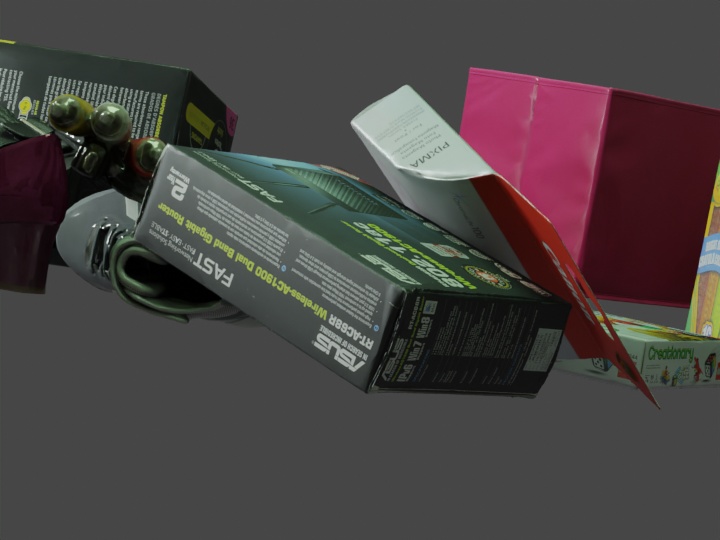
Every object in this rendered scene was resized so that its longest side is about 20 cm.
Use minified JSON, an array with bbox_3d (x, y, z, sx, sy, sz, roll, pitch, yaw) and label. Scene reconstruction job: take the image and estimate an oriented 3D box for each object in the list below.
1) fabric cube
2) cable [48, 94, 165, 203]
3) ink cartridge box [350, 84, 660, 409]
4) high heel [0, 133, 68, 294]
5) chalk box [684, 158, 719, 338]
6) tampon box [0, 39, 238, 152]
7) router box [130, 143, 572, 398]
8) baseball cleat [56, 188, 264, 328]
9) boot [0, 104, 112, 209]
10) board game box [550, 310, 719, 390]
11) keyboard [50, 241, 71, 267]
[{"bbox_3d":[0.221,-0.081,2.383,0.196,0.200,0.200,5,6,-43],"label":"fabric cube"},{"bbox_3d":[-0.150,-0.081,1.515,0.097,0.050,0.200,27,5,-8],"label":"cable"},{"bbox_3d":[0.083,-0.005,1.424,0.163,0.057,0.200,56,1,-35],"label":"ink cartridge box"},{"bbox_3d":[-0.262,-0.049,1.480,0.199,0.096,0.067,12,4,24],"label":"high heel"},{"bbox_3d":[0.314,-0.019,1.707,0.123,0.201,0.124,9,4,-6],"label":"chalk box"},{"bbox_3d":[-0.214,-0.093,1.848,0.199,0.127,0.150,10,-7,12],"label":"tampon box"},{"bbox_3d":[-0.005,0.000,1.339,0.200,0.062,0.150,31,17,37],"label":"router box"},{"bbox_3d":[-0.133,-0.013,1.476,0.200,0.070,0.106,12,4,39],"label":"baseball cleat"},{"bbox_3d":[-0.199,-0.062,1.701,0.158,0.080,0.211,17,2,38],"label":"boot"},{"bbox_3d":[0.124,0.041,1.583,0.200,0.035,0.126,12,5,32],"label":"board game box"},{"bbox_3d":[-0.246,-0.024,1.726,0.127,0.021,0.200,8,3,-25],"label":"keyboard"}]
